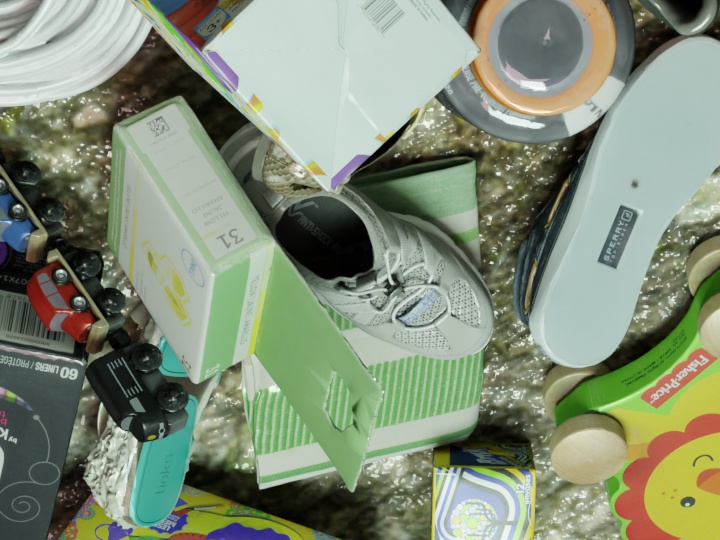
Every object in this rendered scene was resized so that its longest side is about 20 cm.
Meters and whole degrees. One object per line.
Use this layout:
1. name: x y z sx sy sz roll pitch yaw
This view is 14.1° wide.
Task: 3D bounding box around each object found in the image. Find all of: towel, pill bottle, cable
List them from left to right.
1. cable: -0.202 -0.181 1.553 0.200 0.069 0.200 -17 124 12
2. towel: -0.002 0.032 1.709 0.152 0.023 0.200 -12 125 -10
3. pill bottle: 0.083 -0.120 1.492 0.106 0.200 0.106 0 97 -3

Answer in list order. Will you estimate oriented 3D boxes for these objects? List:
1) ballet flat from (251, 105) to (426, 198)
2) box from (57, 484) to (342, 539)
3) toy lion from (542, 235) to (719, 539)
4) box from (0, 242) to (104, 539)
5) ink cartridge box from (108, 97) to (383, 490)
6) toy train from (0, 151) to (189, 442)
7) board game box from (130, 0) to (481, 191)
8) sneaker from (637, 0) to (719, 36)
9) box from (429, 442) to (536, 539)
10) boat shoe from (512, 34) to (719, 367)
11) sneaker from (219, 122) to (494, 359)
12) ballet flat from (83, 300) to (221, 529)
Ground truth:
1. ballet flat: 0.001 -0.074 1.548 0.046 0.200 0.067 23 109 15
2. box: -0.089 0.251 1.784 0.200 0.122 0.193 18 133 16
3. toy lion: 0.220 0.095 1.748 0.192 0.069 0.200 32 121 -27
4. box: -0.232 0.086 1.725 0.122 0.106 0.200 11 126 -6
5. ink cartridge box: -0.067 0.022 1.569 0.048 0.200 0.146 -27 161 -18
6. toy train: -0.163 0.015 1.639 0.046 0.200 0.034 -25 158 -25
7. board game box: -0.044 -0.137 1.441 0.103 0.200 0.105 -43 120 -2
8. sneaker: 0.132 -0.201 1.515 0.077 0.082 0.200 -36 117 25
9. box: 0.072 0.209 1.775 0.064 0.070 0.200 1 100 1
10. boat shoe: 0.142 -0.047 1.642 0.071 0.091 0.200 25 96 -16
11. sneaker: 0.000 0.000 1.621 0.200 0.082 0.075 34 105 -30
12. ballet flat: -0.119 0.057 1.719 0.072 0.072 0.200 19 106 -12
